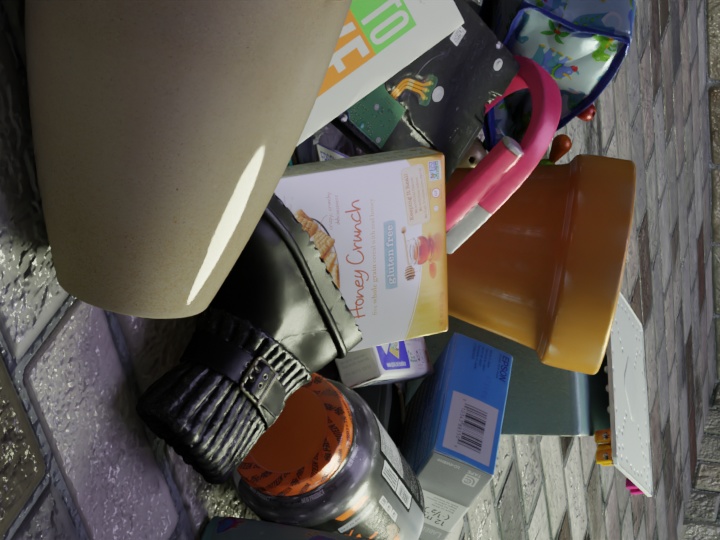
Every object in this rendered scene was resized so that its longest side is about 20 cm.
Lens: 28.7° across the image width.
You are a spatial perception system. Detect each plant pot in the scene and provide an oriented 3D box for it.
[{"bbox_3d":[-0.117,-0.082,0.818,0.187,0.186,0.201,-25,132,-65],"label":"plant pot"},{"bbox_3d":[0.166,0.077,1.520,0.196,0.194,0.202,14,76,-68],"label":"plant pot"},{"bbox_3d":[0.148,-0.019,1.315,0.200,0.182,0.202,10,90,-85],"label":"plant pot"}]

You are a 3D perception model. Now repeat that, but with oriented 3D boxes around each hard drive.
[{"bbox_3d":[0.034,-0.156,1.085,0.140,0.038,0.200,-58,140,-3],"label":"hard drive"}]

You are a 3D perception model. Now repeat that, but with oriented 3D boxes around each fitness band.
[{"bbox_3d":[0.086,-0.095,1.186,0.037,0.200,0.144,34,23,-28],"label":"fitness band"}]

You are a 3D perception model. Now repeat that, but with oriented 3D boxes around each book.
[{"bbox_3d":[-0.043,-0.166,0.949,0.200,0.048,0.134,-38,131,-3],"label":"book"}]

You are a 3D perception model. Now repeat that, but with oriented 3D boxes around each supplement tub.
[{"bbox_3d":[-0.028,0.165,1.127,0.200,0.122,0.123,58,41,-55],"label":"supplement tub"}]

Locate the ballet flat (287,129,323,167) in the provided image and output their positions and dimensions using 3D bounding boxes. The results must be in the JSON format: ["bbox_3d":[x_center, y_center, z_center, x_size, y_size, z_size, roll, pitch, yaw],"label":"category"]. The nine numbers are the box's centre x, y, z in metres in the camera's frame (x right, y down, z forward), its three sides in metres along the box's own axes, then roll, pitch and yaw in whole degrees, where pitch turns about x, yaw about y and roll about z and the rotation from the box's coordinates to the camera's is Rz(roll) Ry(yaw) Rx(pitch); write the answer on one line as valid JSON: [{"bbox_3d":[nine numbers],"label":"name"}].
[{"bbox_3d":[-0.055,-0.062,1.088,0.073,0.073,0.202,-45,133,-58],"label":"ballet flat"}]

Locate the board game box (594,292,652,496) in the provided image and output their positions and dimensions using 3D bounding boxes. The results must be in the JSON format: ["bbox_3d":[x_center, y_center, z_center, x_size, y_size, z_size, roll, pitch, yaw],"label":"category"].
[{"bbox_3d":[0.282,0.130,1.523,0.200,0.026,0.202,41,46,-62],"label":"board game box"}]

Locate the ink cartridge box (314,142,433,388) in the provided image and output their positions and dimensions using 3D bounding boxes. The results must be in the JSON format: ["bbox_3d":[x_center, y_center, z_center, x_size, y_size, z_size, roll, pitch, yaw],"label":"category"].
[{"bbox_3d":[0.000,0.000,1.214,0.198,0.043,0.202,12,62,-74],"label":"ink cartridge box"}]

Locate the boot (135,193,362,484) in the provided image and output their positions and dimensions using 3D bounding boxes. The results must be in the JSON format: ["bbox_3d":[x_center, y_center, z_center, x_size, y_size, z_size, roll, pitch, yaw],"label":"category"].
[{"bbox_3d":[-0.097,0.033,0.943,0.158,0.079,0.212,-41,125,-15],"label":"boot"}]

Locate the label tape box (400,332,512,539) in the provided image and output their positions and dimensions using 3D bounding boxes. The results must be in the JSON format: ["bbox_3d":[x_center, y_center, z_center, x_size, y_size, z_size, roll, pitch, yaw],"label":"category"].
[{"bbox_3d":[0.066,0.177,1.300,0.144,0.066,0.201,-75,-172,-45],"label":"label tape box"}]

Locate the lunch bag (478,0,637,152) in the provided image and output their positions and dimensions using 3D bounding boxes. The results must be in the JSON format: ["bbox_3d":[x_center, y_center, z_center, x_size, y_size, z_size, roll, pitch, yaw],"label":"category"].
[{"bbox_3d":[0.169,-0.221,1.280,0.200,0.127,0.171,112,-5,-58],"label":"lunch bag"}]

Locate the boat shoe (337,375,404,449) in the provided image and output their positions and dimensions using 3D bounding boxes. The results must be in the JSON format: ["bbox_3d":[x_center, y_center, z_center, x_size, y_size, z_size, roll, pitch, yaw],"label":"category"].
[{"bbox_3d":[0.003,0.180,1.273,0.060,0.075,0.201,49,50,-53],"label":"boat shoe"}]

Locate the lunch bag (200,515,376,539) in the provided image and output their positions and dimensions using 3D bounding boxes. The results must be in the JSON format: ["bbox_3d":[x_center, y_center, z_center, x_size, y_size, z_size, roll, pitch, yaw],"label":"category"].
[{"bbox_3d":[-0.056,0.294,1.017,0.201,0.169,0.122,-67,148,-31],"label":"lunch bag"}]

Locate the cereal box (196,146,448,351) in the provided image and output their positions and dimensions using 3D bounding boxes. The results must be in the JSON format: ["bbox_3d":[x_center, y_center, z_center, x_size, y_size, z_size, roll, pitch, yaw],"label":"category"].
[{"bbox_3d":[-0.028,-0.008,1.050,0.199,0.039,0.145,-12,109,-26],"label":"cereal box"}]

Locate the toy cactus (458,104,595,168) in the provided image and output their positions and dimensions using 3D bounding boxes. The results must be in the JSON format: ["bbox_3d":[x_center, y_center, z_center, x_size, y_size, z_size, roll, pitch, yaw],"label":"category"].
[{"bbox_3d":[0.142,-0.105,1.440,0.102,0.164,0.201,-16,132,-61],"label":"toy cactus"}]

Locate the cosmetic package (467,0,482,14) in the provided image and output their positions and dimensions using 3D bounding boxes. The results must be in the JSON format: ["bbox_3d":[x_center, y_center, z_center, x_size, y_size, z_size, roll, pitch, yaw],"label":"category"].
[{"bbox_3d":[0.087,-0.211,1.370,0.200,0.101,0.072,3,91,-69],"label":"cosmetic package"}]
